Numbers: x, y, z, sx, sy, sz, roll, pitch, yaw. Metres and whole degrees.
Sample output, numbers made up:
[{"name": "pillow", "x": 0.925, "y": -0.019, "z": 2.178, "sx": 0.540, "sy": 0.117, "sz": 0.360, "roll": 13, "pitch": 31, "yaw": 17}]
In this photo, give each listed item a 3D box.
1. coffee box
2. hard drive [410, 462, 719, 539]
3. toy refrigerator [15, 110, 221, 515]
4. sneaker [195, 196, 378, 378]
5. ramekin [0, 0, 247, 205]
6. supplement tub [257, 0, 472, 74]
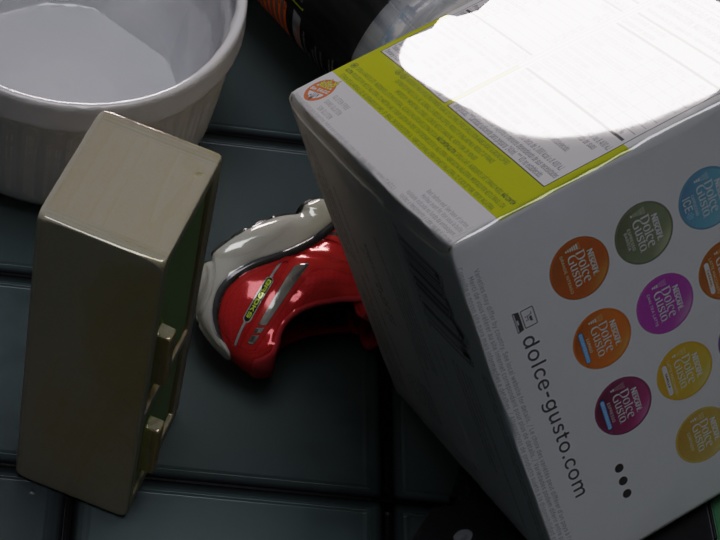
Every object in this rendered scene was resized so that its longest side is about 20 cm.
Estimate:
[{"name": "coffee box", "x": 0.113, "y": -0.014, "z": 1.029, "sx": 0.197, "sy": 0.201, "sz": 0.200, "roll": -27, "pitch": 32, "yaw": -11}, {"name": "hard drive", "x": 0.141, "y": 0.120, "z": 1.041, "sx": 0.198, "sy": 0.038, "sz": 0.140, "roll": 5, "pitch": 41, "yaw": 33}, {"name": "toy refrigerator", "x": -0.117, "y": 0.026, "z": 1.009, "sx": 0.069, "sy": 0.201, "sz": 0.076, "roll": 21, "pitch": 48, "yaw": 4}, {"name": "sneaker", "x": 0.000, "y": 0.000, "z": 1.156, "sx": 0.199, "sy": 0.077, "sz": 0.085, "roll": -29, "pitch": 73, "yaw": -24}, {"name": "ramekin", "x": -0.169, "y": -0.130, "z": 1.192, "sx": 0.198, "sy": 0.105, "sz": 0.201, "roll": 7, "pitch": 50, "yaw": -8}, {"name": "supplement tub", "x": -0.002, "y": -0.188, "z": 1.268, "sx": 0.122, "sy": 0.123, "sz": 0.200, "roll": -26, "pitch": 61, "yaw": -30}]
